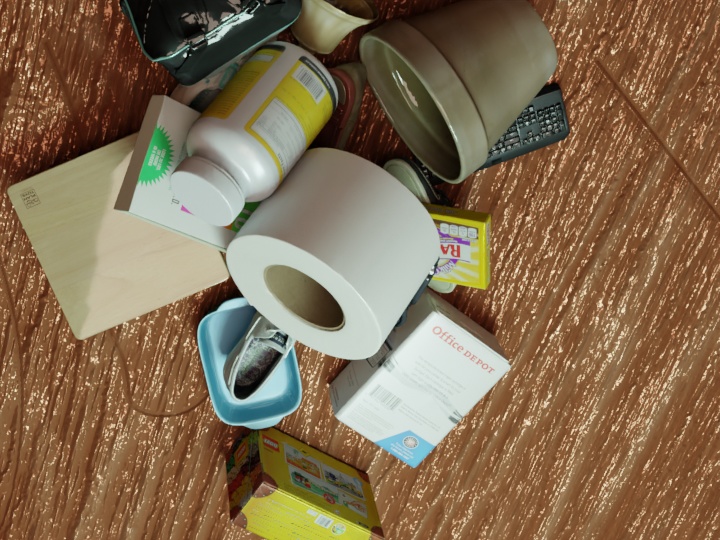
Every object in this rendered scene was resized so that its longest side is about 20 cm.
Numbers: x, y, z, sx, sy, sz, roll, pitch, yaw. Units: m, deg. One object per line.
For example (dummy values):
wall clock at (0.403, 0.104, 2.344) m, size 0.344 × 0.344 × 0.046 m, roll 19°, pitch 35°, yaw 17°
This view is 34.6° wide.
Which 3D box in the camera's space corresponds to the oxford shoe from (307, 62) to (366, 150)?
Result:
oxford shoe at (-0.039, -0.161, 1.388) m, size 0.070 × 0.075 × 0.200 m, roll 39°, pitch 129°, yaw 11°

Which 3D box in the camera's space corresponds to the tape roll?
tape roll at (-0.029, -0.017, 1.286) m, size 0.203 × 0.202 × 0.139 m, roll 50°, pitch 59°, yaw -26°

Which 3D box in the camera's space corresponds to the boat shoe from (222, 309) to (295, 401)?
boat shoe at (-0.107, 0.081, 1.449) m, size 0.070 × 0.072 × 0.201 m, roll 26°, pitch 108°, yaw -21°

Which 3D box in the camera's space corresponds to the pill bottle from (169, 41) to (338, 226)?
pill bottle at (-0.117, -0.146, 1.251) m, size 0.112 × 0.112 × 0.200 m, roll 50°, pitch 58°, yaw -26°

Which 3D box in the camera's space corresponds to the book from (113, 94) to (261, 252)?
book at (-0.172, -0.099, 1.310) m, size 0.200 × 0.048 × 0.134 m, roll 22°, pitch 83°, yaw -43°

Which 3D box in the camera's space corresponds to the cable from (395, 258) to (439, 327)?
cable at (0.000, 0.000, 1.437) m, size 0.163 × 0.051 × 0.200 m, roll 32°, pitch 136°, yaw 1°

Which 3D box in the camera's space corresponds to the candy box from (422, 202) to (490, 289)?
candy box at (0.062, -0.039, 1.426) m, size 0.200 × 0.026 × 0.102 m, roll 10°, pitch 132°, yaw 20°

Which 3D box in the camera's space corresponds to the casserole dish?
casserole dish at (-0.146, 0.116, 1.520) m, size 0.121 × 0.039 × 0.200 m, roll -12°, pitch 116°, yaw -4°

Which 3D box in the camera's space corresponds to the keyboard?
keyboard at (0.161, -0.172, 1.433) m, size 0.200 × 0.040 × 0.104 m, roll -21°, pitch 118°, yaw 0°

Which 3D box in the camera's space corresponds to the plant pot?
plant pot at (0.123, -0.231, 1.330) m, size 0.173 × 0.200 × 0.200 m, roll -36°, pitch 117°, yaw -10°

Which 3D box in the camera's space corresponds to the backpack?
backpack at (-0.173, -0.317, 1.232) m, size 0.176 × 0.153 × 0.200 m, roll -33°, pitch 80°, yaw 9°

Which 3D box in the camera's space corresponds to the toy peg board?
toy peg board at (-0.285, -0.052, 1.397) m, size 0.200 × 0.098 × 0.200 m, roll -22°, pitch 102°, yaw 1°

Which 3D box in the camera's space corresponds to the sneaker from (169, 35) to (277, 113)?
sneaker at (-0.149, -0.235, 1.320) m, size 0.075 × 0.089 × 0.200 m, roll 29°, pitch 107°, yaw -20°

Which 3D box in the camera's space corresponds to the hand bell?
hand bell at (-0.073, -0.241, 1.344) m, size 0.104 × 0.104 × 0.200 m, roll 24°, pitch 121°, yaw -20°

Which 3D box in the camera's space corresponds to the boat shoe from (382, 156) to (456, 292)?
boat shoe at (0.088, -0.068, 1.459) m, size 0.066 × 0.074 × 0.200 m, roll -47°, pitch 121°, yaw -34°

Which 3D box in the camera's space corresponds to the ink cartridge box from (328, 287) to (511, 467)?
ink cartridge box at (0.077, 0.142, 1.545) m, size 0.146 × 0.086 × 0.200 m, roll 36°, pitch 104°, yaw -24°

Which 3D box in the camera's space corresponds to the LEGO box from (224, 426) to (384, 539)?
LEGO box at (-0.077, 0.307, 1.563) m, size 0.200 × 0.149 × 0.077 m, roll 30°, pitch 108°, yaw -21°
